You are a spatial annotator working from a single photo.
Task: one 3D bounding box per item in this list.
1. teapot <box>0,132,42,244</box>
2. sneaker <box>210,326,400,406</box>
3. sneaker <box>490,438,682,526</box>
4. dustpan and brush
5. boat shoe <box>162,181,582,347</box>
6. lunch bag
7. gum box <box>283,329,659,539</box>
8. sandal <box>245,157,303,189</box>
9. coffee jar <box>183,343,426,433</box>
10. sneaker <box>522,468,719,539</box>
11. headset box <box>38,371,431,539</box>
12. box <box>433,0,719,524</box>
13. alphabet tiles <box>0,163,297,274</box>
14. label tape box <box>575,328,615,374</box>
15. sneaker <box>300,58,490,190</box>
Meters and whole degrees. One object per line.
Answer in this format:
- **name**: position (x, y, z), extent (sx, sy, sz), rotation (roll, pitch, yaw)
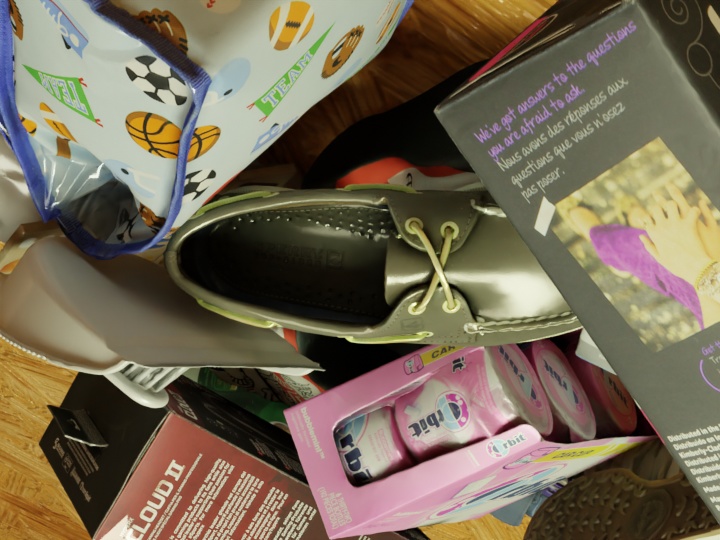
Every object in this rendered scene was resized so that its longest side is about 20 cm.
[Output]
- **teapot**: position (-0.162, -0.077, 0.891), extent (0.197, 0.146, 0.200), rotation (16, 149, 29)
- **sneaker**: position (-0.047, 0.018, 0.881), extent (0.108, 0.067, 0.201), rotation (22, 158, 24)
- **sneaker**: position (0.132, 0.102, 0.955), extent (0.146, 0.081, 0.200), rotation (36, 159, -18)
- **dustpan and brush**: position (-0.132, 0.015, 0.774), extent (0.200, 0.057, 0.140), rotation (35, -165, 29)
- **boat shoe**: position (0.016, -0.002, 0.724), extent (0.202, 0.072, 0.060), rotation (3, -170, 16)
- **lunch bag**: position (-0.060, -0.104, 0.697), extent (0.124, 0.170, 0.200), rotation (41, 156, 11)
- **gum box**: position (0.058, 0.076, 0.846), extent (0.113, 0.066, 0.200), rotation (-27, 165, 21)
- **sandal**: position (0.000, 0.004, 0.964), extent (0.203, 0.050, 0.082), rotation (26, 154, 11)
- **coffee jar**: position (-0.029, 0.073, 1.074), extent (0.200, 0.085, 0.104), rotation (-1, 146, 49)
- **sneaker**: position (0.171, 0.144, 0.866), extent (0.090, 0.067, 0.200), rotation (37, 150, -17)
- **headset box**: position (-0.069, 0.116, 0.890), extent (0.200, 0.077, 0.149), rotation (30, 180, -25)
- **box**: position (0.143, -0.022, 0.617), extent (0.106, 0.122, 0.200), rotation (-24, 104, 49)
- **alphabet tiles**: position (-0.117, -0.010, 0.902), extent (0.200, 0.167, 0.008), rotation (-36, 68, 57)
- **label tape box**: position (0.183, 0.002, 0.747), extent (0.143, 0.066, 0.200), rotation (27, 155, 10)
- **sneaker**: position (0.061, -0.034, 0.818), extent (0.108, 0.067, 0.201), rotation (40, 156, -19)
